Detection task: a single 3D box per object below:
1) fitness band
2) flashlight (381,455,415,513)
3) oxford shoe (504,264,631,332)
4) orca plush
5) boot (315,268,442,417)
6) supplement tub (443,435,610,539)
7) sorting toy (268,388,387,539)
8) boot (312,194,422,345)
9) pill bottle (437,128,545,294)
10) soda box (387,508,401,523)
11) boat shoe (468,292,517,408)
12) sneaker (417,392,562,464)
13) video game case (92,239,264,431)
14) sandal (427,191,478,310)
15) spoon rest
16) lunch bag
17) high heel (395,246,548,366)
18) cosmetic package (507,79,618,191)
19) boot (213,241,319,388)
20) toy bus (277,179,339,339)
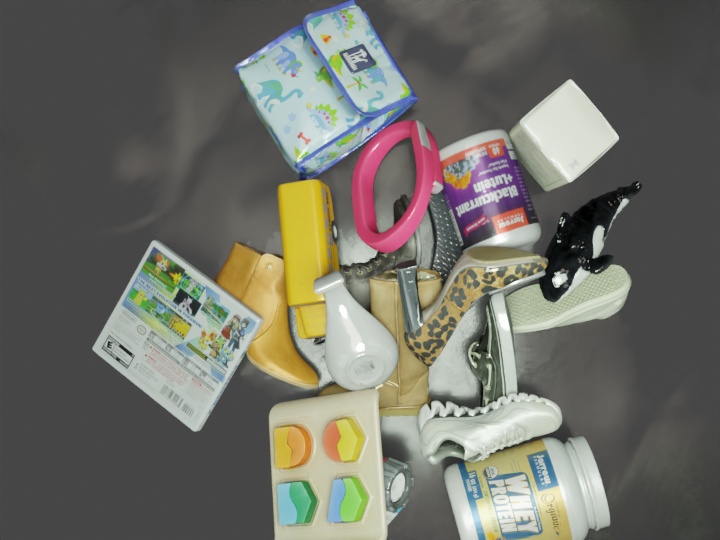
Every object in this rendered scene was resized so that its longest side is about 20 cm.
[{"bbox_3d":[0.047,-0.117,1.455,0.037,0.202,0.143,27,131,-32],"label":"fitness band"},{"bbox_3d":[-0.023,0.267,1.469,0.197,0.069,0.068,11,50,36],"label":"flashlight"},{"bbox_3d":[0.280,0.050,1.502,0.197,0.058,0.076,-18,50,12],"label":"oxford shoe"},{"bbox_3d":[0.302,-0.054,1.471,0.200,0.105,0.071,-43,128,2],"label":"orca plush"},{"bbox_3d":[0.021,0.099,1.476,0.172,0.066,0.203,-4,114,-10],"label":"boot"},{"bbox_3d":[0.222,0.309,1.464,0.197,0.145,0.147,-16,90,2],"label":"supplement tub"},{"bbox_3d":[-0.050,0.264,1.427,0.183,0.036,0.204,-13,71,34],"label":"sorting toy"},{"bbox_3d":[0.000,0.000,1.506,0.171,0.069,0.204,-3,92,1],"label":"boot"},{"bbox_3d":[0.177,-0.076,1.456,0.110,0.111,0.203,-19,85,2],"label":"pill bottle"},{"bbox_3d":[-0.022,0.367,1.512,0.068,0.064,0.201,41,92,1],"label":"soda box"},{"bbox_3d":[0.179,0.125,1.474,0.062,0.071,0.203,-4,116,7],"label":"boat shoe"},{"bbox_3d":[0.173,0.218,1.453,0.196,0.082,0.076,-9,128,14],"label":"sneaker"},{"bbox_3d":[-0.255,0.089,1.504,0.199,0.022,0.184,34,99,16],"label":"video game case"},{"bbox_3d":[0.130,-0.035,1.521,0.075,0.043,0.204,-2,81,-6],"label":"sandal"},{"bbox_3d":[-0.012,0.077,1.405,0.098,0.061,0.202,-21,126,1],"label":"spoon rest"},{"bbox_3d":[-0.045,-0.249,1.479,0.198,0.127,0.172,-32,84,-5],"label":"lunch bag"},{"bbox_3d":[0.149,0.048,1.398,0.196,0.072,0.145,-7,110,11],"label":"high heel"},{"bbox_3d":[0.259,-0.173,1.431,0.087,0.200,0.104,-40,91,2],"label":"cosmetic package"},{"bbox_3d":[-0.118,0.059,1.506,0.199,0.071,0.146,29,96,7],"label":"boot"},{"bbox_3d":[-0.066,-0.013,1.455,0.064,0.078,0.204,-7,82,11],"label":"toy bus"}]
